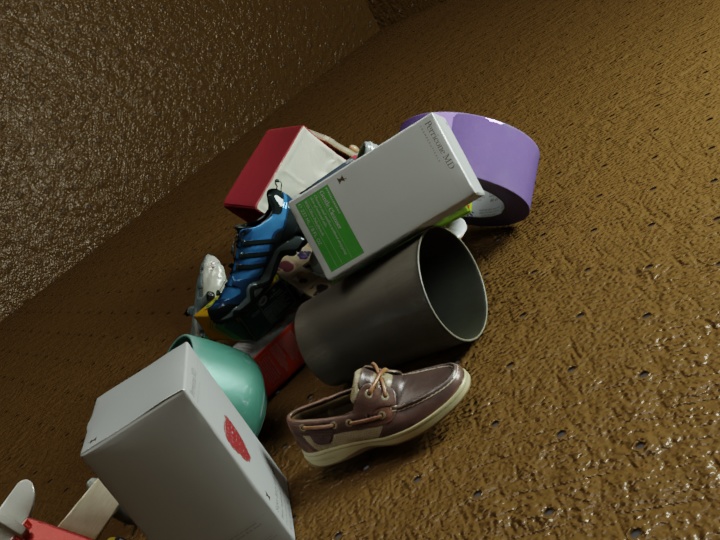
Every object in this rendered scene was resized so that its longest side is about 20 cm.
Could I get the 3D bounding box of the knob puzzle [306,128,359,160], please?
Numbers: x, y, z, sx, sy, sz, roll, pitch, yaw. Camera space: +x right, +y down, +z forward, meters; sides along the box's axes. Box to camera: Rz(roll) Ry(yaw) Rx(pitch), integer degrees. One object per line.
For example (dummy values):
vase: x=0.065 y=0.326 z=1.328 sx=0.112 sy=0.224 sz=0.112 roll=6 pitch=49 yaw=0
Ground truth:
knob puzzle: x=-0.042 y=-0.227 z=1.621 sx=0.031 sy=0.219 sz=0.219 roll=-60 pitch=23 yaw=-3

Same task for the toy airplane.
toy airplane: x=-0.308 y=0.312 z=0.908 sx=0.198 sy=0.142 sz=0.200 roll=-21 pitch=51 yaw=-7

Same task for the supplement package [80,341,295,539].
supplement package: x=-0.170 y=0.200 z=0.870 sx=0.119 sy=0.201 sz=0.121 roll=-32 pitch=20 yaw=1

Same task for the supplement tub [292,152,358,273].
supplement tub: x=-0.033 y=-0.094 z=1.449 sx=0.199 sy=0.141 sz=0.140 roll=-36 pitch=20 yaw=-9

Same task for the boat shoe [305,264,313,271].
boat shoe: x=-0.060 y=-0.041 z=1.313 sx=0.197 sy=0.072 sz=0.073 roll=8 pitch=51 yaw=8

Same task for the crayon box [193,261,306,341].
crayon box: x=-0.167 y=0.048 z=1.280 sx=0.127 sy=0.051 sz=0.199 roll=-43 pitch=18 yaw=-27

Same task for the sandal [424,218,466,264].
sandal: x=0.064 y=-0.019 z=1.143 sx=0.205 sy=0.060 sz=0.079 roll=-14 pitch=21 yaw=42

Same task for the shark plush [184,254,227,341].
shark plush: x=-0.253 y=0.079 z=1.405 sx=0.083 sy=0.202 sz=0.090 roll=35 pitch=33 yaw=29

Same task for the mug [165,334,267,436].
mug: x=-0.191 y=0.164 z=1.074 sx=0.185 sy=0.113 sz=0.154 roll=25 pitch=95 yaw=64

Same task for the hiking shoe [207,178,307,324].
hiking shoe: x=-0.148 y=-0.020 z=1.155 sx=0.201 sy=0.087 sz=0.074 roll=-51 pitch=17 yaw=-6

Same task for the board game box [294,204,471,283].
board game box: x=0.029 y=-0.076 z=1.076 sx=0.199 sy=0.102 sz=0.048 roll=-27 pitch=12 yaw=16

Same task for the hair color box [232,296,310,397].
hair color box: x=-0.113 y=0.103 z=1.222 sx=0.200 sy=0.062 sz=0.101 roll=-43 pitch=20 yaw=-25

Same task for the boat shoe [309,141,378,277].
boat shoe: x=-0.017 y=-0.079 z=1.143 sx=0.203 sy=0.064 sz=0.075 roll=-54 pitch=28 yaw=27

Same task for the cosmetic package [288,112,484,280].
cosmetic package: x=0.031 y=-0.084 z=0.997 sx=0.199 sy=0.108 sz=0.085 roll=-32 pitch=-5 yaw=17

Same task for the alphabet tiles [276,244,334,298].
alphabet tiles: x=0.000 y=0.000 z=1.197 sx=0.199 sy=0.008 sz=0.167 roll=33 pitch=54 yaw=30

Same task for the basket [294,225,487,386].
basket: x=0.030 y=0.052 z=1.027 sx=0.199 sy=0.137 sz=0.180 roll=-27 pitch=6 yaw=27

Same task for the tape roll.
tape roll: x=0.141 y=-0.134 z=1.177 sx=0.199 sy=0.199 sz=0.086 roll=-4 pitch=69 yaw=53

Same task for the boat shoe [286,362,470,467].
boat shoe: x=0.014 y=0.135 z=0.885 sx=0.198 sy=0.072 sz=0.072 roll=-24 pitch=20 yaw=20

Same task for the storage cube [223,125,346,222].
storage cube: x=-0.119 y=-0.144 z=1.588 sx=0.201 sy=0.170 sz=0.179 roll=-60 pitch=26 yaw=-10
